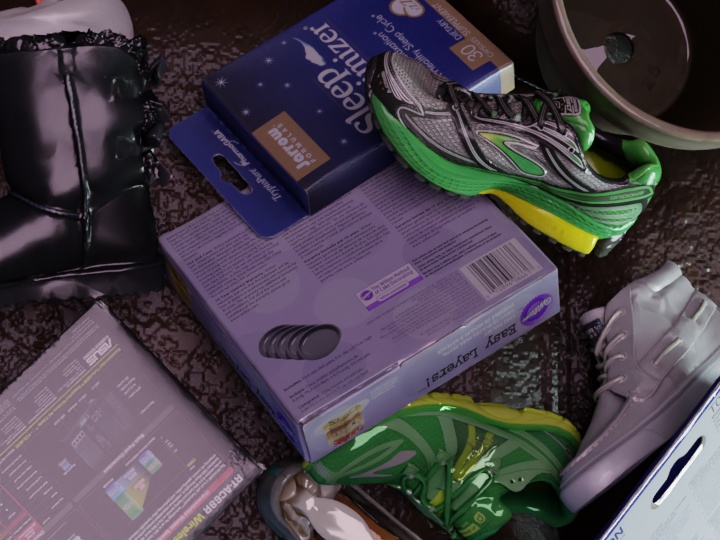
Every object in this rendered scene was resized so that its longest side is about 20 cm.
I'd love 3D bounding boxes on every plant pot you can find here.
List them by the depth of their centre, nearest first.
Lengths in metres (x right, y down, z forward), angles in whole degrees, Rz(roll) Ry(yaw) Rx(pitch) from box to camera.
[{"bbox_3d":[0.193,-0.164,1.255,0.199,0.174,0.201,2,82,-13],"label":"plant pot"}]

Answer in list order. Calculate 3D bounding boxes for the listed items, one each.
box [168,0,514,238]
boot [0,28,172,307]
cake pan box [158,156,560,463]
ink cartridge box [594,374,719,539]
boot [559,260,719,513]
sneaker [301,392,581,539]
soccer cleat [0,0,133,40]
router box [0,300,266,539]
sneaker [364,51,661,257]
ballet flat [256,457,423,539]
[{"bbox_3d":[-0.015,-0.112,1.244,0.200,0.032,0.121,-34,58,-16],"label":"box"},{"bbox_3d":[-0.208,-0.062,1.171,0.198,0.073,0.163,-6,100,-14],"label":"boot"},{"bbox_3d":[0.000,0.000,1.206,0.200,0.052,0.184,-32,55,-15],"label":"cake pan box"},{"bbox_3d":[0.207,0.154,1.219,0.041,0.200,0.200,28,71,39],"label":"ink cartridge box"},{"bbox_3d":[0.170,0.071,1.255,0.096,0.074,0.200,48,49,7],"label":"boot"},{"bbox_3d":[0.060,0.126,1.211,0.199,0.074,0.084,6,59,-27],"label":"sneaker"},{"bbox_3d":[-0.236,-0.125,1.214,0.199,0.069,0.078,-19,89,-17],"label":"soccer cleat"},{"bbox_3d":[-0.181,0.139,1.188,0.200,0.062,0.150,-44,92,-14],"label":"router box"},{"bbox_3d":[0.093,-0.087,1.172,0.200,0.085,0.078,23,41,-18],"label":"sneaker"},{"bbox_3d":[0.018,0.192,1.223,0.200,0.064,0.067,39,76,-5],"label":"ballet flat"}]
